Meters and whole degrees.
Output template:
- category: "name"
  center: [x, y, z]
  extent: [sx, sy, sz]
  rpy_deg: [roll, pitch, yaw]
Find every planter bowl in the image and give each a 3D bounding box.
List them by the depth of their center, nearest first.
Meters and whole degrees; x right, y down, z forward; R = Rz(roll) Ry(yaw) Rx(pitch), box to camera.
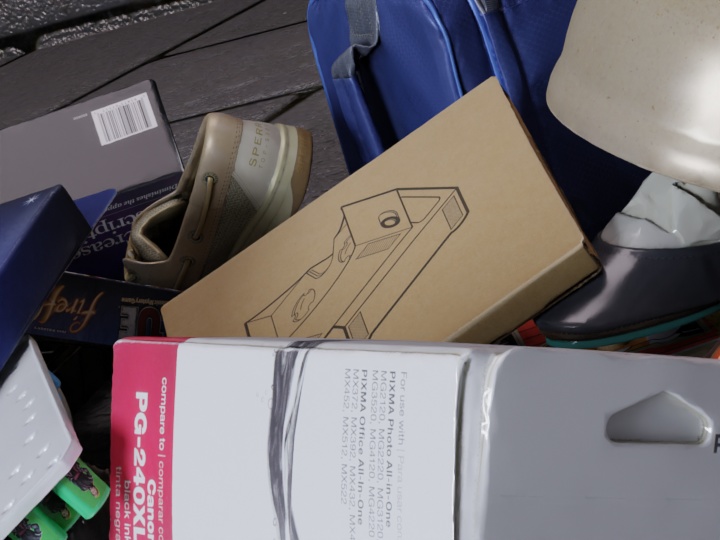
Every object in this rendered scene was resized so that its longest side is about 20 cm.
- category: "planter bowl"
  center: [0.190, -0.118, 0.938]
  extent: [0.199, 0.136, 0.200]
  rpy_deg: [9, 21, -4]

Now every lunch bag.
- category: "lunch bag"
  center: [0.057, -0.088, 1.161]
  extent: [0.132, 0.201, 0.136]
  rpy_deg: [-28, 18, -29]

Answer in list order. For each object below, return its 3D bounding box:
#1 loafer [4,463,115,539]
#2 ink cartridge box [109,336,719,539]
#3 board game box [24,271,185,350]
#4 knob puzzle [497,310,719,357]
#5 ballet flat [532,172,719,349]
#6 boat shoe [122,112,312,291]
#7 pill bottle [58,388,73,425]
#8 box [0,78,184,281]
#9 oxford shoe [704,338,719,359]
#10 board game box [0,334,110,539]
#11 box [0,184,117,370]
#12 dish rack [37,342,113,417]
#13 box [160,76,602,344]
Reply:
- category: "loafer"
  center: [-0.103, 0.117, 0.862]
  extent: [0.071, 0.073, 0.200]
  rpy_deg: [15, 1, -17]
- category: "ink cartridge box"
  center: [0.028, 0.066, 0.725]
  extent: [0.145, 0.084, 0.200]
  rpy_deg: [4, -2, -36]
- category: "board game box"
  center: [-0.195, 0.014, 1.112]
  extent: [0.199, 0.035, 0.135]
  rpy_deg: [5, -4, 40]
- category: "knob puzzle"
  center: [0.076, 0.032, 1.023]
  extent: [0.218, 0.031, 0.220]
  rpy_deg: [-17, 14, 4]
- category: "ballet flat"
  center: [0.159, -0.019, 0.961]
  extent: [0.199, 0.074, 0.073]
  rpy_deg: [-13, 10, -25]
- category: "boat shoe"
  center: [-0.093, -0.012, 1.153]
  extent: [0.200, 0.065, 0.072]
  rpy_deg: [-52, 29, 45]
- category: "pill bottle"
  center: [-0.228, 0.081, 1.046]
  extent: [0.111, 0.112, 0.200]
  rpy_deg: [-27, 16, -33]
- category: "box"
  center: [-0.195, -0.016, 1.321]
  extent: [0.199, 0.079, 0.141]
  rpy_deg: [-19, -30, -4]
- category: "oxford shoe"
  center: [0.181, 0.030, 0.830]
  extent: [0.199, 0.072, 0.072]
  rpy_deg: [-18, 1, -41]
- category: "board game box"
  center: [-0.177, 0.122, 0.820]
  extent: [0.200, 0.026, 0.200]
  rpy_deg: [-46, 16, -2]
- category: "box"
  center: [-0.189, 0.027, 0.925]
  extent: [0.121, 0.032, 0.200]
  rpy_deg: [-15, 30, 31]
- category: "dish rack"
  center: [-0.241, 0.068, 1.223]
  extent: [0.199, 0.055, 0.153]
  rpy_deg: [-8, 14, 15]
- category: "box"
  center: [0.002, 0.009, 0.991]
  extent: [0.200, 0.021, 0.164]
  rpy_deg: [-35, 32, 9]
